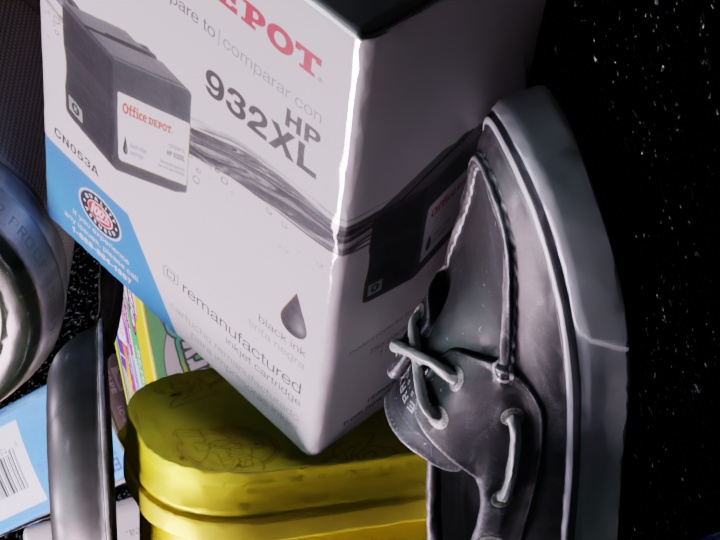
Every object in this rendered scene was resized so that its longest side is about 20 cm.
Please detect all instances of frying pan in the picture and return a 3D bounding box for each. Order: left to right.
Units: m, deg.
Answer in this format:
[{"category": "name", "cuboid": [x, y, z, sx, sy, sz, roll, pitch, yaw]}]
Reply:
[{"category": "frying pan", "cuboid": [-0.102, 0.042, 0.773, 0.115, 0.031, 0.191, 98, 167, -61]}]

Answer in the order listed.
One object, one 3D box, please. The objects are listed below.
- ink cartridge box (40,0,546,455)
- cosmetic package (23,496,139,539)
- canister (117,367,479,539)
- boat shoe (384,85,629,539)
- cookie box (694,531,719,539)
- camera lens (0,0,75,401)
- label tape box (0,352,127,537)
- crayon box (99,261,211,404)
[{"category": "ink cartridge box", "cuboid": [-0.028, -0.060, 0.658, 0.145, 0.084, 0.201, 41, 148, 24]}, {"category": "cosmetic package", "cuboid": [-0.064, 0.213, 1.135, 0.166, 0.166, 0.201, 20, -124, -80]}, {"category": "canister", "cuboid": [-0.012, 0.140, 0.767, 0.087, 0.148, 0.201, -134, 42, -60]}, {"category": "boat shoe", "cuboid": [0.041, 0.034, 0.645, 0.072, 0.067, 0.201, -112, 13, -46]}, {"category": "cookie box", "cuboid": [0.009, 0.155, 0.595, 0.171, 0.199, 0.076, 97, 158, -65]}, {"category": "camera lens", "cuboid": [-0.188, -0.049, 0.816, 0.161, 0.159, 0.201, 86, -177, -45]}, {"category": "label tape box", "cuboid": [-0.111, 0.078, 1.147, 0.143, 0.199, 0.066, -28, 82, 40]}, {"category": "crayon box", "cuboid": [-0.081, 0.013, 0.941, 0.173, 0.058, 0.201, -161, 61, -77]}]
